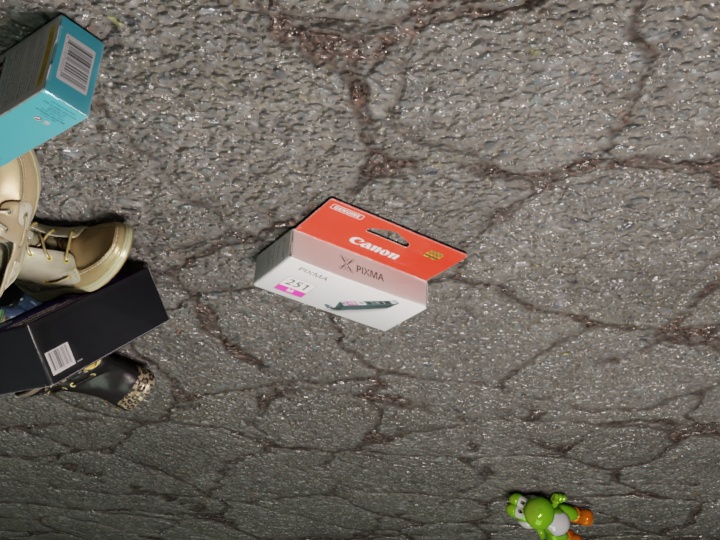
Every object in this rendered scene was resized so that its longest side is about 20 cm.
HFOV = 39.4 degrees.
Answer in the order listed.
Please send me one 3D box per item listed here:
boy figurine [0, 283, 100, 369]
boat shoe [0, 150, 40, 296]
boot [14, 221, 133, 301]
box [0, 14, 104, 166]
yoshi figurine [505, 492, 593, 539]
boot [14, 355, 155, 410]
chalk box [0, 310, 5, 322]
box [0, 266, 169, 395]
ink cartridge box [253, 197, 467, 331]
[{"bbox_3d":[-0.421,0.072,1.358,0.123,0.065,0.200,-17,144,18],"label":"boy figurine"},{"bbox_3d":[-0.379,-0.054,1.049,0.071,0.065,0.202,12,123,-11],"label":"boat shoe"},{"bbox_3d":[-0.371,-0.035,1.149,0.198,0.073,0.154,-17,143,34],"label":"boot"},{"bbox_3d":[-0.318,-0.149,0.913,0.198,0.084,0.049,-18,146,36],"label":"box"},{"bbox_3d":[0.381,0.498,2.002,0.198,0.114,0.112,25,130,-29],"label":"yoshi figurine"},{"bbox_3d":[-0.421,0.167,1.530,0.199,0.074,0.150,-29,136,36],"label":"boot"},{"bbox_3d":[-0.563,0.110,1.385,0.122,0.126,0.200,11,152,-13],"label":"chalk box"},{"bbox_3d":[-0.353,0.073,1.210,0.140,0.080,0.199,-16,-170,35],"label":"box"},{"bbox_3d":[0.000,0.000,1.187,0.198,0.044,0.173,20,149,-27],"label":"ink cartridge box"}]
